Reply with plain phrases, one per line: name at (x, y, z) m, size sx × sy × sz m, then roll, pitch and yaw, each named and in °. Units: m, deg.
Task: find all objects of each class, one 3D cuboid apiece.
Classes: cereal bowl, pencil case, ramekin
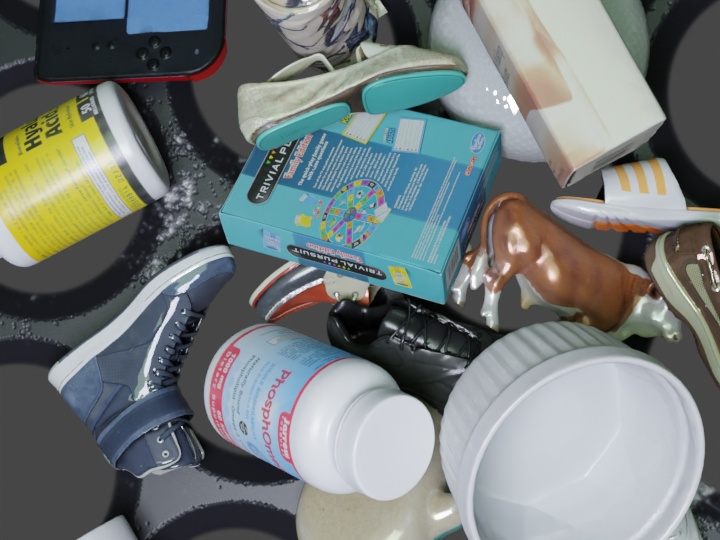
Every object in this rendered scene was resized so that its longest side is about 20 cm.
cereal bowl at (0.153, -0.198, 1.195) m, size 0.197 × 0.083 × 0.203 m, roll 0°, pitch 86°, yaw 6°
pencil case at (-0.036, -0.227, 1.153) m, size 0.089 × 0.200 × 0.078 m, roll -43°, pitch 79°, yaw 3°
ramekin at (0.154, 0.136, 1.072) m, size 0.197 × 0.105 × 0.203 m, roll -7°, pitch 113°, yaw -16°

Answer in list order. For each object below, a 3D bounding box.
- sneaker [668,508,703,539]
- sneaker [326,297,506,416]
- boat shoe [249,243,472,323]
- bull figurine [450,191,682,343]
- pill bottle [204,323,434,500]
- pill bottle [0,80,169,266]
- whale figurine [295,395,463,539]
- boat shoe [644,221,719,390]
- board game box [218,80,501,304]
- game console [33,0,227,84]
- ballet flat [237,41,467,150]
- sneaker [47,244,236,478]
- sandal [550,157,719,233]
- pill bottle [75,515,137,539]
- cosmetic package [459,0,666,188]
sneaker at (0.243, 0.201, 1.163) m, size 0.072 × 0.071 × 0.203 m, roll -19°, pitch 84°, yaw 3°
sneaker at (0.057, 0.068, 1.147) m, size 0.197 × 0.091 × 0.076 m, roll 3°, pitch 48°, yaw 25°
boat shoe at (0.000, 0.000, 1.201) m, size 0.198 × 0.071 × 0.063 m, roll -27°, pitch 80°, yaw -4°
bull figurine at (0.176, 0.021, 1.179) m, size 0.199 × 0.065 × 0.122 m, roll 35°, pitch 92°, yaw -2°
pill bottle at (-0.034, 0.116, 1.124) m, size 0.108 × 0.199 × 0.110 m, roll -10°, pitch 106°, yaw -36°
pill bottle at (-0.275, -0.072, 1.208) m, size 0.198 × 0.111 × 0.112 m, roll -28°, pitch 84°, yaw 2°
whale figurine at (0.036, 0.186, 1.177) m, size 0.158 × 0.104 × 0.201 m, roll 18°, pitch 63°, yaw 39°
boat shoe at (0.318, 0.048, 1.141) m, size 0.074 × 0.075 × 0.203 m, roll -30°, pitch 104°, yaw 39°
board game box at (0.003, -0.069, 1.168) m, size 0.197 × 0.047 × 0.152 m, roll 15°, pitch 60°, yaw 17°
game console at (-0.201, -0.262, 1.238) m, size 0.174 × 0.031 × 0.203 m, roll 0°, pitch 74°, yaw 4°
ballet flat at (-0.009, -0.159, 1.156) m, size 0.197 × 0.068 × 0.063 m, roll -17°, pitch 72°, yaw -5°
sneaker at (-0.156, 0.087, 1.196) m, size 0.202 × 0.077 × 0.147 m, roll -41°, pitch 72°, yaw 11°
sandal at (0.262, -0.064, 1.183) m, size 0.203 × 0.079 × 0.060 m, roll 4°, pitch 85°, yaw -3°
pill bottle at (-0.193, 0.318, 1.171) m, size 0.112 × 0.113 × 0.202 m, roll -30°, pitch 84°, yaw 2°
cosmetic package at (0.152, -0.178, 1.101) m, size 0.086 × 0.103 × 0.202 m, roll -28°, pitch 83°, yaw 2°
